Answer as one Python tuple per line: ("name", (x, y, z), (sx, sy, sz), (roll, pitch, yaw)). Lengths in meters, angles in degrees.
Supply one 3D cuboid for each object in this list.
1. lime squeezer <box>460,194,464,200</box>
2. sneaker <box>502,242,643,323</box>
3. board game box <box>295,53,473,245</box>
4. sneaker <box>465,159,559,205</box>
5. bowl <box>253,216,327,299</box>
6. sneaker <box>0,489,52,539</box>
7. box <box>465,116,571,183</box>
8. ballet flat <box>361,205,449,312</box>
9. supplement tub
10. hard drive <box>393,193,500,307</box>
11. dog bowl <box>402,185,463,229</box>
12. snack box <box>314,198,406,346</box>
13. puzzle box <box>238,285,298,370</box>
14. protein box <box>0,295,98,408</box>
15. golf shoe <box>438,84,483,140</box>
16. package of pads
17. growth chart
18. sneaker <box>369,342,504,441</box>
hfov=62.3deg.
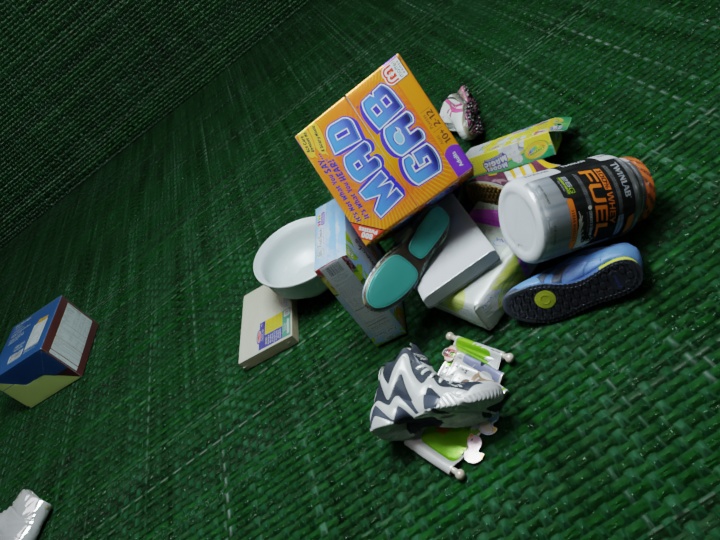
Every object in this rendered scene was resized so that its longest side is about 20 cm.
("lime squeezer", (0.111, -0.123, 1.194), (0.198, 0.038, 0.070), (2, 21, 44))
("sneaker", (0.299, 0.015, 0.852), (0.197, 0.067, 0.079), (-22, 24, 24))
("board game box", (0.050, -0.185, 0.972), (0.198, 0.202, 0.200), (-34, -2, 12))
("sneaker", (0.280, -0.147, 1.035), (0.197, 0.076, 0.090), (11, 50, 40))
("bowl", (-0.109, -0.010, 1.199), (0.197, 0.091, 0.203), (-14, 41, 12))
("sneaker", (-0.721, 0.514, 1.234), (0.196, 0.074, 0.117), (-6, 45, 25))
("box", (0.287, -0.224, 1.090), (0.197, 0.049, 0.117), (-17, 17, 32))
("ballet flat", (0.069, -0.014, 0.937), (0.200, 0.075, 0.074), (-48, 37, -14))
("supplement tub", (0.309, -0.093, 0.854), (0.196, 0.125, 0.123), (-17, 33, -14))
("hard drive", (0.132, -0.039, 0.970), (0.131, 0.026, 0.201), (-36, 32, 10))
("dog bowl", (0.092, -0.170, 1.131), (0.196, 0.079, 0.205), (-4, 79, 21))
("snack box", (0.000, 0.000, 1.010), (0.067, 0.201, 0.170), (-26, 36, 18))
("puzzle box", (-0.188, 0.098, 1.227), (0.131, 0.026, 0.202), (-28, 38, 16))
("protein box", (-0.843, 0.216, 1.598), (0.196, 0.135, 0.202), (-29, 37, 14))
("golf shoe", (0.211, -0.322, 1.280), (0.091, 0.073, 0.201), (-30, 27, 23))
("package of pads", (0.201, -0.013, 0.958), (0.201, 0.068, 0.154), (-51, 36, -13))
("growth chart", (0.140, 0.185, 0.846), (0.143, 0.018, 0.202), (8, 58, 45))
("sneaker", (0.100, 0.151, 0.832), (0.197, 0.079, 0.132), (-27, 46, 33))
